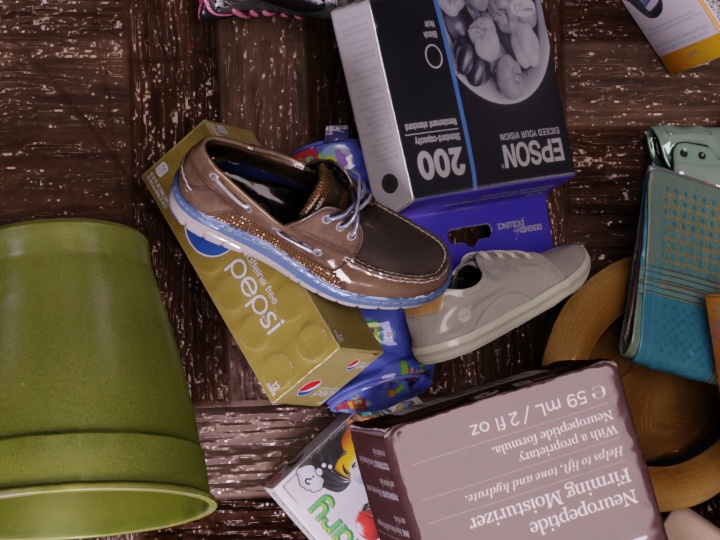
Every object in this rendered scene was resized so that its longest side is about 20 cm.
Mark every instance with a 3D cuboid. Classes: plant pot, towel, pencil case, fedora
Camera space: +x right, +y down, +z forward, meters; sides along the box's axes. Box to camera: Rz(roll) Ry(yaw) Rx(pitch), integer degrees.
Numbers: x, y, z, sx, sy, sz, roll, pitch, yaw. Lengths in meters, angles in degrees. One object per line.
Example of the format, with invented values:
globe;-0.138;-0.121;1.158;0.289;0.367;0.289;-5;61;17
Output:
plant pot;-0.204;0.072;1.587;0.200;0.200;0.194;-1;75;-15
towel;0.282;0.017;1.721;0.199;0.022;0.147;15;75;-25
pencil case;0.000;0.000;1.671;0.087;0.078;0.201;-15;78;19
fedora;0.210;0.085;1.737;0.200;0.082;0.201;4;80;-21

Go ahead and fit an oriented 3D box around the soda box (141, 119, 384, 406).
soda box;-0.068;-0.005;1.629;0.068;0.064;0.200;-40;68;21

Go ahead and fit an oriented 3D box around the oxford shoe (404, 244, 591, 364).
oxford shoe;0.099;0.009;1.667;0.200;0.075;0.058;-27;98;-48

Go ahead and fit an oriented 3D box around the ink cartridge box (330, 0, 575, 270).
ink cartridge box;0.076;-0.100;1.688;0.198;0.043;0.201;-11;90;-48

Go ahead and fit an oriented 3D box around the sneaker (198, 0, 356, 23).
sneaker;-0.075;-0.212;1.698;0.200;0.079;0.096;32;101;-10

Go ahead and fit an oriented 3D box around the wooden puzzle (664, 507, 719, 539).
wooden puzzle;0.233;0.291;1.675;0.200;0.185;0.046;-48;138;-9

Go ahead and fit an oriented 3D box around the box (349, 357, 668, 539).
box;0.105;0.176;1.574;0.165;0.164;0.201;-17;90;-10

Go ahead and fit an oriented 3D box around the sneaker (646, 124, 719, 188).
sneaker;0.284;-0.111;1.770;0.118;0.074;0.201;23;84;-19

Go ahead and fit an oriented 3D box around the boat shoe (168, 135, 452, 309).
boat shoe;-0.028;-0.033;1.560;0.199;0.072;0.072;17;55;-7

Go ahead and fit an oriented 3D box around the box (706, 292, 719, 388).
box;0.321;0.105;1.688;0.119;0.041;0.201;-11;92;-26

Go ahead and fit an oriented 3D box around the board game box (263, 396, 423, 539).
board game box;0.042;0.190;1.711;0.126;0.035;0.200;-43;97;-13

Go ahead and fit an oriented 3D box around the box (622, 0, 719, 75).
box;0.212;-0.244;1.740;0.041;0.119;0.200;-34;96;-14
